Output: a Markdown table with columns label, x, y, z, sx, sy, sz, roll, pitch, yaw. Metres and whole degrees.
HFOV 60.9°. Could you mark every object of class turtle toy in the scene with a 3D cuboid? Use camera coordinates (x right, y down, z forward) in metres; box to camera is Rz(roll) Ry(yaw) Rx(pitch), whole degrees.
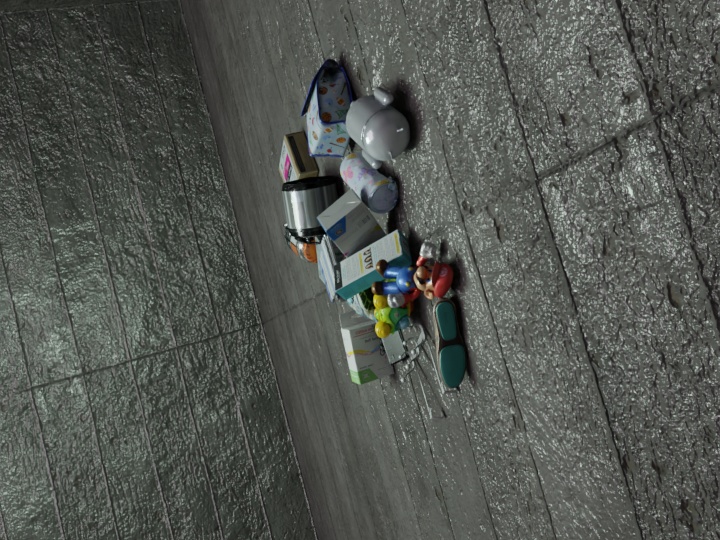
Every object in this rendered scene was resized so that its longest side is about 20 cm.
| label | x | y | z | sx | sy | sz | roll | pitch | yaw |
| --- | --- | --- | --- | --- | --- | --- | --- | --- | --- |
| turtle toy | 0.081 | 0.066 | 1.525 | 0.146 | 0.099 | 0.204 | -91 | -2 | -70 |

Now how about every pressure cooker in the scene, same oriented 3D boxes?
| label | x | y | z | sx | sy | sz | roll | pitch | yaw |
| --- | --- | --- | --- | --- | --- | --- | --- | --- | --- |
| pressure cooker | -0.149 | -0.179 | 1.876 | 0.175 | 0.176 | 0.204 | 19 | 120 | 63 |

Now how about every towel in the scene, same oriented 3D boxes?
| label | x | y | z | sx | sy | sz | roll | pitch | yaw |
| --- | --- | --- | --- | --- | --- | --- | --- | --- | --- |
| towel | -0.089 | -0.002 | 1.792 | 0.200 | 0.023 | 0.149 | 110 | 145 | -69 |

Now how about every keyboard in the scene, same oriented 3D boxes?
| label | x | y | z | sx | sy | sz | roll | pitch | yaw |
| --- | --- | --- | --- | --- | --- | --- | --- | --- | --- |
| keyboard | 0.079 | 0.158 | 1.711 | 0.104 | 0.039 | 0.203 | -32 | 70 | 45 |

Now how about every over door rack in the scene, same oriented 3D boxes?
| label | x | y | z | sx | sy | sz | roll | pitch | yaw |
| --- | --- | --- | --- | --- | --- | --- | --- | --- | --- |
| over door rack | 0.152 | 0.253 | 1.509 | 0.149 | 0.065 | 0.202 | 102 | 148 | -51 |

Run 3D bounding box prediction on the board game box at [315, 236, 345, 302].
| label | x | y | z | sx | sy | sz | roll | pitch | yaw |
| --- | --- | --- | --- | --- | --- | --- | --- | --- | --- |
| board game box | -0.078 | -0.013 | 1.915 | 0.200 | 0.063 | 0.150 | -133 | 33 | -58 |

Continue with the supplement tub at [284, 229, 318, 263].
| label | x | y | z | sx | sy | sz | roll | pitch | yaw |
| --- | --- | --- | --- | --- | --- | --- | --- | --- | --- |
| supplement tub | -0.176 | -0.100 | 2.078 | 0.200 | 0.120 | 0.125 | -144 | 44 | -60 |

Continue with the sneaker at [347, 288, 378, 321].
| label | x | y | z | sx | sy | sz | roll | pitch | yaw |
| --- | --- | --- | --- | --- | --- | --- | --- | --- | --- |
| sneaker | -0.003 | 0.075 | 1.621 | 0.201 | 0.085 | 0.079 | 63 | -140 | -54 |

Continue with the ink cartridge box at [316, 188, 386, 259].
| label | x | y | z | sx | sy | sz | roll | pitch | yaw |
| --- | --- | --- | --- | --- | --- | --- | --- | --- | --- |
| ink cartridge box | -0.008 | -0.091 | 1.528 | 0.200 | 0.116 | 0.067 | 51 | -179 | -45 |

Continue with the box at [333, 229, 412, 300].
| label | x | y | z | sx | sy | sz | roll | pitch | yaw |
| --- | --- | --- | --- | --- | --- | --- | --- | --- | --- |
| box | 0.027 | -0.012 | 1.482 | 0.049 | 0.198 | 0.083 | 40 | -149 | -40 |

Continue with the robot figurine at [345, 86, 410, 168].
| label | x | y | z | sx | sy | sz | roll | pitch | yaw |
| --- | --- | --- | --- | --- | --- | --- | --- | --- | --- |
| robot figurine | 0.039 | -0.319 | 1.374 | 0.200 | 0.111 | 0.172 | -129 | 39 | -49 |

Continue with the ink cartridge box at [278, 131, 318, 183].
| label | x | y | z | sx | sy | sz | roll | pitch | yaw |
| --- | --- | --- | --- | --- | --- | --- | --- | --- | --- |
| ink cartridge box | -0.215 | -0.344 | 2.094 | 0.201 | 0.074 | 0.167 | 115 | 136 | -61 |

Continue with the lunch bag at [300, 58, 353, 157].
| label | x | y | z | sx | sy | sz | roll | pitch | yaw |
| --- | --- | --- | --- | --- | --- | --- | --- | --- | --- |
| lunch bag | -0.090 | -0.435 | 1.646 | 0.170 | 0.121 | 0.204 | 127 | 140 | -64 |

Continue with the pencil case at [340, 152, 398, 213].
| label | x | y | z | sx | sy | sz | roll | pitch | yaw |
| --- | --- | --- | --- | --- | --- | --- | --- | --- | --- |
| pencil case | 0.020 | -0.223 | 1.534 | 0.200 | 0.082 | 0.092 | 51 | 129 | 49 |

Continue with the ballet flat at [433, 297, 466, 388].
| label | x | y | z | sx | sy | sz | roll | pitch | yaw |
| --- | --- | --- | --- | --- | --- | --- | --- | --- | --- |
| ballet flat | 0.195 | 0.156 | 1.356 | 0.067 | 0.067 | 0.204 | -109 | 14 | -81 |

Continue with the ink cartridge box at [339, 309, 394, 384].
| label | x | y | z | sx | sy | sz | roll | pitch | yaw |
| --- | --- | --- | --- | --- | --- | --- | --- | --- | --- |
| ink cartridge box | 0.016 | 0.213 | 1.771 | 0.067 | 0.115 | 0.204 | 179 | 77 | -68 |

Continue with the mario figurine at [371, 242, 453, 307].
| label | x | y | z | sx | sy | sz | roll | pitch | yaw |
| --- | --- | --- | --- | --- | --- | --- | --- | --- | --- |
| mario figurine | 0.109 | 0.009 | 1.337 | 0.197 | 0.105 | 0.126 | -2 | 104 | 38 |

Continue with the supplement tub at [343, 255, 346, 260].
| label | x | y | z | sx | sy | sz | roll | pitch | yaw |
| --- | --- | --- | --- | --- | --- | --- | --- | --- | --- |
| supplement tub | 0.000 | 0.000 | 1.691 | 0.202 | 0.105 | 0.108 | 100 | 149 | -45 |
